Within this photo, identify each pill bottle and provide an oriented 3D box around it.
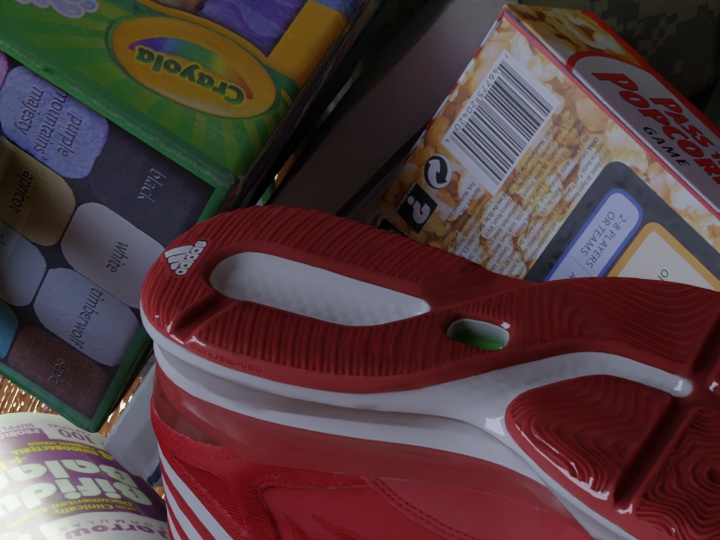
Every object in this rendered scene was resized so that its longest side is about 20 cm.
[{"bbox_3d":[-0.097,0.131,0.931,0.113,0.112,0.200,-66,28,7],"label":"pill bottle"}]

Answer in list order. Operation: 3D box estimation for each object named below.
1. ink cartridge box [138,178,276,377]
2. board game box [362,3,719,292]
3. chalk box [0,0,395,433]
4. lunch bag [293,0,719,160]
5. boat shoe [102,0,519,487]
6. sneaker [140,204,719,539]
[{"bbox_3d":[-0.076,-0.041,0.915,0.200,0.083,0.146,125,138,-83],"label":"ink cartridge box"},{"bbox_3d":[0.070,0.057,0.648,0.200,0.046,0.152,46,116,24],"label":"board game box"},{"bbox_3d":[-0.077,-0.054,0.689,0.200,0.124,0.125,-56,0,-40],"label":"chalk box"},{"bbox_3d":[0.039,-0.089,0.826,0.164,0.117,0.201,-148,54,-60],"label":"lunch bag"},{"bbox_3d":[0.000,0.000,0.751,0.200,0.065,0.074,-52,3,40],"label":"boat shoe"},{"bbox_3d":[0.044,0.063,0.611,0.078,0.199,0.116,-49,-27,-42],"label":"sneaker"}]
